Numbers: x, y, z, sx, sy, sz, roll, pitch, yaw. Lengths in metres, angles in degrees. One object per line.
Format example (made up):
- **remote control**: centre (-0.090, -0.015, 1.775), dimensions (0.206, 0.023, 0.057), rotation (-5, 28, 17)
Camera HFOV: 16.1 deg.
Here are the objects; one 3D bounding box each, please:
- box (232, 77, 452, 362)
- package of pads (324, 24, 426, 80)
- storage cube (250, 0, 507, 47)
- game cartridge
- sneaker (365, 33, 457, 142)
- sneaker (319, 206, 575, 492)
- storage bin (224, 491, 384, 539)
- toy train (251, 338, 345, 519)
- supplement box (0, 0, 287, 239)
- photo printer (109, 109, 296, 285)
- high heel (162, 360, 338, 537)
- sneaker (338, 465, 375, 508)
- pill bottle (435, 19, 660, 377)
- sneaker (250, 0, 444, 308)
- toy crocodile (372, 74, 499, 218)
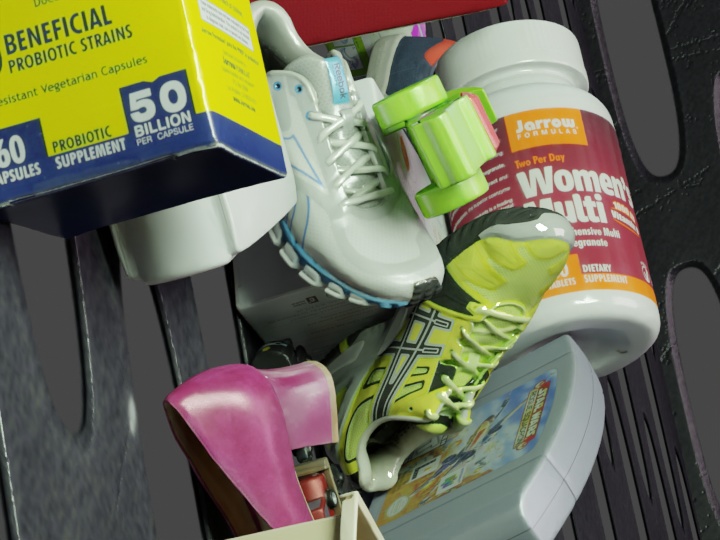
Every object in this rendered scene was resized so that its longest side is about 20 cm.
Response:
- **box**: centre (0.000, 0.000, 1.474), dimensions (0.200, 0.097, 0.125), rotation (55, 23, -57)
- **package of pads**: centre (-0.004, -0.245, 1.818), dimensions (0.200, 0.068, 0.155), rotation (-91, 162, -50)
- **storage cube**: centre (-0.012, -0.255, 1.506), dimensions (0.171, 0.199, 0.180), rotation (-88, 165, -55)
- **game cartridge**: centre (0.068, 0.107, 1.380), dimensions (0.042, 0.133, 0.200), rotation (51, 25, -13)
- **sneaker**: centre (0.041, -0.070, 1.702), dimensions (0.075, 0.084, 0.201), rotation (53, 42, -60)
- **sneaker**: centre (0.052, 0.044, 1.367), dimensions (0.075, 0.200, 0.077), rotation (12, 43, -38)
- **storage bin**: centre (-0.014, 0.241, 1.108), dimensions (0.200, 0.093, 0.199), rotation (64, 20, -44)
- **toy train**: centre (-0.022, 0.135, 1.364), dimensions (0.046, 0.034, 0.201), rotation (-31, 106, -75)
- **supplement box**: centre (-0.115, -0.127, 1.074), dimensions (0.109, 0.108, 0.201), rotation (21, 54, -75)
- **photo printer**: centre (-0.096, -0.106, 1.230), dimensions (0.166, 0.069, 0.201), rotation (-48, 123, -76)
- **high heel**: centre (-0.049, 0.144, 1.226), dimensions (0.096, 0.067, 0.201), rotation (-9, 101, -42)
- **sneaker**: centre (0.045, 0.171, 1.500), dimensions (0.077, 0.085, 0.201), rotation (-80, 152, -63)
- **pill bottle**: centre (0.106, -0.041, 1.511), dimensions (0.110, 0.109, 0.201), rotation (51, 25, -62)
- **sneaker**: centre (-0.020, -0.065, 1.332), dimensions (0.200, 0.075, 0.087), rotation (49, -43, 29)
- **toy crocodile**: centre (0.047, -0.070, 1.347), dimensions (0.068, 0.062, 0.200), rotation (64, 2, -1)
